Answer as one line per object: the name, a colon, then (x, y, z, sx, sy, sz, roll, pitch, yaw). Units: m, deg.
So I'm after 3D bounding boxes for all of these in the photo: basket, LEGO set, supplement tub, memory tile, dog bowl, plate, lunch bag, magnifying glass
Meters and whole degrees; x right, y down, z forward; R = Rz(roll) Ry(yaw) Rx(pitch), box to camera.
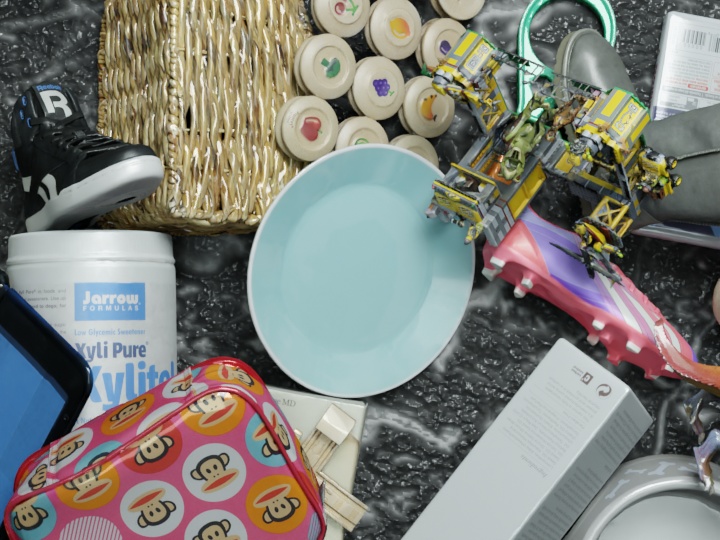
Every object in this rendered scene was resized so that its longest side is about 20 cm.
basket: (-0.121, -0.129, 1.034, 0.142, 0.149, 0.202, 1, 87, -33)
LEGO set: (0.118, -0.072, 0.942, 0.199, 0.154, 0.116, 31, 75, 27)
supplement tub: (-0.205, 0.073, 0.990, 0.131, 0.132, 0.202, -2, 88, 0)
memory tile: (0.020, -0.168, 1.018, 0.152, 0.017, 0.202, 18, 85, -32)
dog bowl: (0.248, 0.248, 1.014, 0.198, 0.059, 0.202, 0, 87, 1)
plate: (0.000, 0.000, 1.012, 0.199, 0.026, 0.202, -6, 104, -27)
lunch bag: (-0.125, 0.174, 0.894, 0.199, 0.082, 0.177, -28, 108, 2)
magnifying glass: (0.144, -0.142, 1.052, 0.079, 0.022, 0.201, 26, 88, 2)

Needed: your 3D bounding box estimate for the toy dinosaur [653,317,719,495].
toy dinosaur: (0.336, 0.112, 0.954, 0.180, 0.105, 0.201, -19, 125, 19)

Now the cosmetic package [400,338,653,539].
cosmetic package: (0.129, 0.161, 0.989, 0.071, 0.101, 0.200, 37, 87, 30)

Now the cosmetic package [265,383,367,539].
cosmetic package: (-0.060, 0.194, 1.012, 0.103, 0.073, 0.202, 9, 88, 1)

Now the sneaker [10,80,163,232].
sneaker: (-0.219, -0.095, 0.970, 0.073, 0.200, 0.113, -14, 88, -34)

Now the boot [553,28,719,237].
boot: (0.244, -0.110, 0.955, 0.072, 0.199, 0.183, -17, 94, -34)

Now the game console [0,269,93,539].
game console: (-0.313, 0.100, 0.919, 0.170, 0.118, 0.201, 19, 110, -32)

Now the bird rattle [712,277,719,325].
bird rattle: (0.344, 0.030, 0.964, 0.162, 0.200, 0.114, -5, 67, 31)

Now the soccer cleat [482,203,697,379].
soccer cleat: (0.190, 0.014, 1.026, 0.199, 0.067, 0.077, 32, 74, 1)

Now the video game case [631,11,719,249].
video game case: (0.330, -0.103, 1.049, 0.198, 0.023, 0.184, 10, 87, 0)

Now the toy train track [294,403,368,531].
toy train track: (-0.071, 0.188, 0.959, 0.114, 0.033, 0.201, 36, 90, 2)
